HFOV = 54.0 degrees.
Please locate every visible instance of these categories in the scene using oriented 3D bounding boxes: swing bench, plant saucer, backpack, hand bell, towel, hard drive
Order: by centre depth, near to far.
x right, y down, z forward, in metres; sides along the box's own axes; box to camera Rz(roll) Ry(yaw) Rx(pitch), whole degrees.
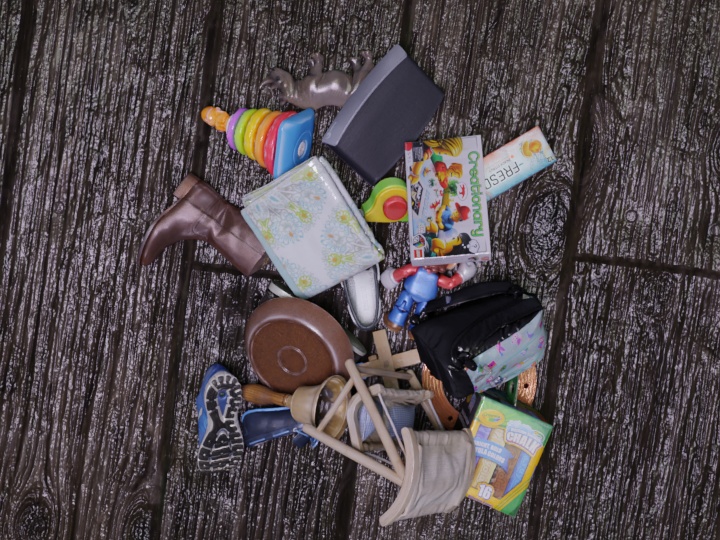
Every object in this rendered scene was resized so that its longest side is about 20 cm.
[{"bbox_3d":[0.060,0.249,1.032,0.200,0.198,0.131,41,103,33],"label":"swing bench"},{"bbox_3d":[0.197,0.106,1.120,0.197,0.167,0.128,-26,129,-11],"label":"backpack"},{"bbox_3d":[-0.080,-0.065,1.124,0.169,0.048,0.202,-25,108,28],"label":"towel"},{"bbox_3d":[-0.123,0.210,1.140,0.197,0.104,0.106,3,92,32],"label":"hand bell"},{"bbox_3d":[-0.107,0.141,1.157,0.196,0.035,0.204,9,119,16],"label":"plant saucer"},{"bbox_3d":[0.044,-0.252,1.164,0.134,0.042,0.201,38,93,-27],"label":"hard drive"}]

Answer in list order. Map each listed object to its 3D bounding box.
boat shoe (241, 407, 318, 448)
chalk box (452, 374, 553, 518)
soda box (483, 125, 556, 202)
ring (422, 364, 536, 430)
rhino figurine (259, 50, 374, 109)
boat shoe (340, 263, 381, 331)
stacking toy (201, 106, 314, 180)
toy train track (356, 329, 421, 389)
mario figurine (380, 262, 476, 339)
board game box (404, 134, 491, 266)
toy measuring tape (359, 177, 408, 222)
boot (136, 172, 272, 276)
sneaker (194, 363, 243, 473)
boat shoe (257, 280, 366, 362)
[{"bbox_3d":[-0.101,0.266,1.190,0.196,0.084,0.070,-8,72,15],"label":"boat shoe"},{"bbox_3d":[0.223,0.263,1.140,0.122,0.125,0.203,23,94,0],"label":"chalk box"},{"bbox_3d":[0.222,-0.159,1.178,0.198,0.064,0.069,-30,90,2],"label":"soda box"},{"bbox_3d":[0.203,0.186,1.210,0.196,0.019,0.205,0,90,1],"label":"ring"},{"bbox_3d":[-0.072,-0.312,1.179,0.196,0.060,0.089,-4,90,0],"label":"rhino figurine"},{"bbox_3d":[0.000,0.000,1.186,0.074,0.060,0.204,-15,91,1],"label":"boat shoe"},{"bbox_3d":[-0.181,-0.230,1.170,0.197,0.116,0.111,21,121,15],"label":"stacking toy"},{"bbox_3d":[0.007,0.172,1.202,0.196,0.033,0.117,-16,74,9],"label":"toy train track"},{"bbox_3d":[0.113,0.010,1.191,0.122,0.106,0.203,15,104,-35],"label":"mario figurine"},{"bbox_3d":[0.137,-0.111,1.118,0.124,0.035,0.204,-5,72,8],"label":"board game box"},{"bbox_3d":[0.016,-0.119,1.167,0.196,0.073,0.075,1,92,-13],"label":"toy measuring tape"},{"bbox_3d":[-0.253,-0.037,1.192,0.198,0.064,0.188,34,93,-5],"label":"boot"},{"bbox_3d":[-0.239,0.250,1.194,0.077,0.089,0.204,2,109,-22],"label":"sneaker"},{"bbox_3d":[-0.082,0.098,1.186,0.200,0.072,0.061,35,96,8],"label":"boat shoe"}]
